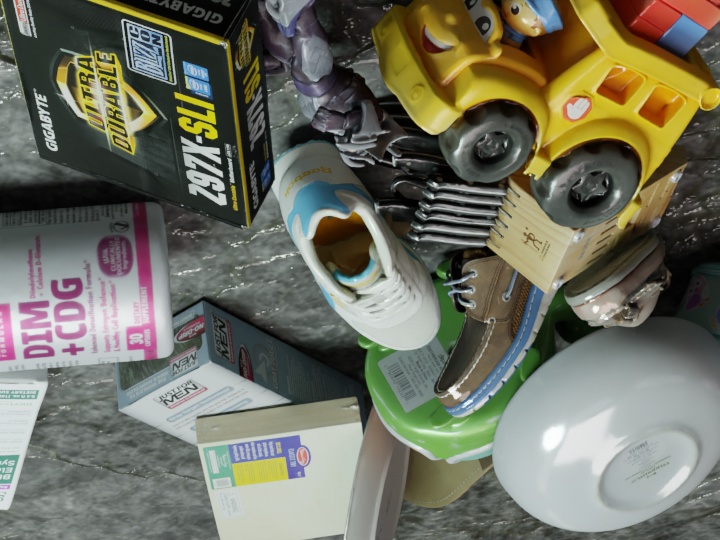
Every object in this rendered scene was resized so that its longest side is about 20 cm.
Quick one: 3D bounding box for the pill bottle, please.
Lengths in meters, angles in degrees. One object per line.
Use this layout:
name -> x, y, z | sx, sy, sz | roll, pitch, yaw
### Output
pill bottle -> -0.236, 0.014, 1.604 | 0.200, 0.113, 0.113 | -5, 147, -6

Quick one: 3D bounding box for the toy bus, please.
toy bus -> 0.138, -0.145, 1.449 | 0.200, 0.136, 0.192 | 21, 123, -36

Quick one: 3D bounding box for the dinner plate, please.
dinner plate -> 0.015, 0.186, 1.849 | 0.024, 0.200, 0.200 | 11, 148, 10

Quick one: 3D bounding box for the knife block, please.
knife block -> 0.106, -0.074, 1.583 | 0.200, 0.176, 0.064 | -29, 152, -40

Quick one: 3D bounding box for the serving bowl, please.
serving bowl -> 0.203, 0.130, 1.708 | 0.200, 0.066, 0.200 | -14, 134, -15

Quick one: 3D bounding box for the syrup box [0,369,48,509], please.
syrup box -> -0.299, 0.107, 1.760 | 0.079, 0.081, 0.200 | 4, 144, -17

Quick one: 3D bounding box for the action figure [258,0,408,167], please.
action figure -> -0.037, -0.135, 1.438 | 0.069, 0.130, 0.200 | -46, 134, -17

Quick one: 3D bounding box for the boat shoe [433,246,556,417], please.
boat shoe -> 0.100, 0.010, 1.651 | 0.072, 0.200, 0.072 | 32, 172, -17

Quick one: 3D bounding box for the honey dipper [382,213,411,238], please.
honey dipper -> 0.069, -0.025, 1.681 | 0.200, 0.038, 0.038 | 6, 144, -19

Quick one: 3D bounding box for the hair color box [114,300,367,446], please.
hair color box -> -0.094, 0.102, 1.819 | 0.099, 0.061, 0.200 | -29, 143, 28

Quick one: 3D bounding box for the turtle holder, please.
turtle holder -> 0.092, 0.067, 1.762 | 0.141, 0.186, 0.132 | 27, 161, 23

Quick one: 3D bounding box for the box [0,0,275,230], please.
box -> -0.139, -0.121, 1.419 | 0.160, 0.049, 0.200 | 18, 149, 12

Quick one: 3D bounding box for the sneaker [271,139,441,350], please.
sneaker -> 0.000, 0.000, 1.606 | 0.076, 0.081, 0.200 | -31, 131, 8

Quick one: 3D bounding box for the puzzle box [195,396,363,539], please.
puzzle box -> -0.059, 0.169, 1.851 | 0.133, 0.025, 0.200 | -7, 148, -2

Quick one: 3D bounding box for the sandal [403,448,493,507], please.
sandal -> 0.092, 0.144, 1.916 | 0.070, 0.078, 0.212 | -29, 177, -30

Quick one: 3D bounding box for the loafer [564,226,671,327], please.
loafer -> 0.199, 0.010, 1.643 | 0.072, 0.063, 0.200 | -29, -175, 18

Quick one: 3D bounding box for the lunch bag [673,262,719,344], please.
lunch bag -> 0.356, 0.066, 1.794 | 0.160, 0.077, 0.200 | 8, 162, 44
